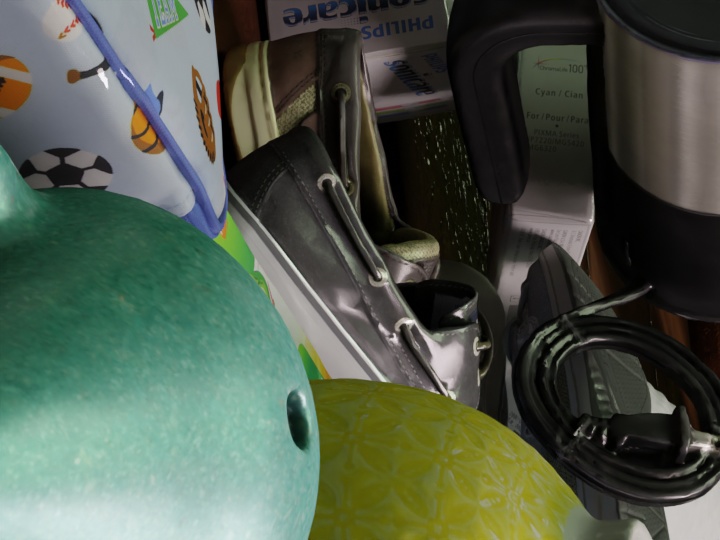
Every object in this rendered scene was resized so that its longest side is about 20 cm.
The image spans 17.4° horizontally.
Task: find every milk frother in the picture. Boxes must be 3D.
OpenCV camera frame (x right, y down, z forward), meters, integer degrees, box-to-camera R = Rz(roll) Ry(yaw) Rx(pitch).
[{"bbox_3d":[0.135,-0.035,0.972,0.188,0.180,0.200,77,-3,-55],"label":"milk frother"}]

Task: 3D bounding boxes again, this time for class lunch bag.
[{"bbox_3d":[-0.092,-0.105,0.612,0.200,0.075,0.161,66,17,-55],"label":"lunch bag"}]

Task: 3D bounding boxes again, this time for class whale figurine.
[{"bbox_3d":[-0.071,0.041,0.522,0.200,0.103,0.160,16,66,-77],"label":"whale figurine"}]

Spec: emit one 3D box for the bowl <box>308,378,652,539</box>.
[{"bbox_3d":[0.042,0.126,0.748,0.200,0.107,0.201,-9,90,-75],"label":"bowl"}]

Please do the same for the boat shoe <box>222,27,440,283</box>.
[{"bbox_3d":[0.000,0.000,0.949,0.073,0.065,0.201,-53,127,-71],"label":"boat shoe"}]

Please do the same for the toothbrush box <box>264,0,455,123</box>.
[{"bbox_3d":[0.005,-0.180,1.090,0.146,0.086,0.201,25,56,-76],"label":"toothbrush box"}]

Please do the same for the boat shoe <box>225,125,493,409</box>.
[{"bbox_3d":[0.015,0.025,0.887,0.200,0.066,0.070,50,0,-25],"label":"boat shoe"}]

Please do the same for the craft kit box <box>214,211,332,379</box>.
[{"bbox_3d":[-0.037,0.108,0.753,0.198,0.048,0.201,65,21,-51],"label":"craft kit box"}]

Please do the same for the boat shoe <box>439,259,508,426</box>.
[{"bbox_3d":[0.036,0.078,1.100,0.201,0.070,0.072,-92,180,-50],"label":"boat shoe"}]

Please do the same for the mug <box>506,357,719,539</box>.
[{"bbox_3d":[0.093,0.099,1.220,0.200,0.148,0.175,53,3,33],"label":"mug"}]

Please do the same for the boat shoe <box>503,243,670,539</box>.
[{"bbox_3d":[0.092,0.073,1.059,0.074,0.065,0.202,45,29,-44],"label":"boat shoe"}]

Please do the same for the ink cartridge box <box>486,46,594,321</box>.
[{"bbox_3d":[0.092,-0.078,1.201,0.200,0.045,0.177,92,1,-73],"label":"ink cartridge box"}]
